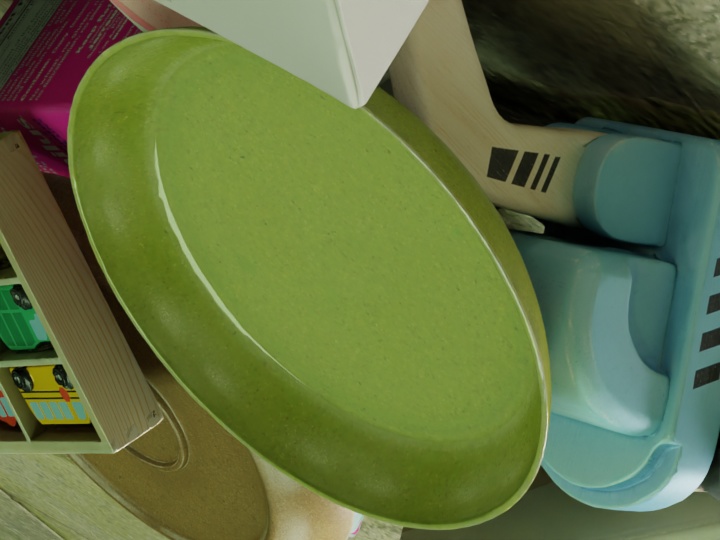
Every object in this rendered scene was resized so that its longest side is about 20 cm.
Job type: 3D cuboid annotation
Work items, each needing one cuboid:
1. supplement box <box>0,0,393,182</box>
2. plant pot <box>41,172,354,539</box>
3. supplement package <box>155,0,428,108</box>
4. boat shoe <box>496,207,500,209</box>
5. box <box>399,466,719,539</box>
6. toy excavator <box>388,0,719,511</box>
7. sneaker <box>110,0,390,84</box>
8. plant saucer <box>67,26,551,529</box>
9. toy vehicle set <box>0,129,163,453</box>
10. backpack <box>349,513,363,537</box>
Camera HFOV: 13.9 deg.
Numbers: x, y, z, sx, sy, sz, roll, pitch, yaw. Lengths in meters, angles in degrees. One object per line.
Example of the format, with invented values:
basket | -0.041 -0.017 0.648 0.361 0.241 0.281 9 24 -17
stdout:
supplement box | -0.066 -0.070 1.126 0.101 0.104 0.200 39 166 -23
plant pot | -0.087 0.048 1.178 0.200 0.027 0.201 34 150 23
supplement package | -0.059 -0.155 0.764 0.199 0.122 0.120 28 166 14
boat shoe | 0.000 0.000 1.149 0.199 0.072 0.072 -22 91 38
box | 0.121 0.110 1.078 0.199 0.078 0.095 -12 117 17
toy excavator | 0.069 -0.019 0.976 0.199 0.196 0.100 6 -174 -40
sneaker | -0.070 -0.130 0.972 0.200 0.076 0.105 34 172 9
plant saucer | -0.012 -0.002 0.975 0.199 0.031 0.201 28 142 25
toy vehicle set | -0.161 0.012 1.174 0.200 0.026 0.125 -5 114 58
backpack | -0.045 0.021 1.308 0.200 0.151 0.177 37 -178 15
